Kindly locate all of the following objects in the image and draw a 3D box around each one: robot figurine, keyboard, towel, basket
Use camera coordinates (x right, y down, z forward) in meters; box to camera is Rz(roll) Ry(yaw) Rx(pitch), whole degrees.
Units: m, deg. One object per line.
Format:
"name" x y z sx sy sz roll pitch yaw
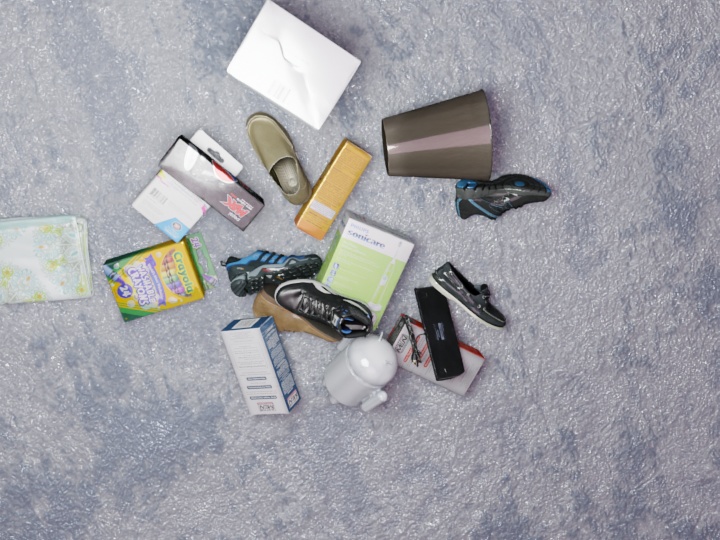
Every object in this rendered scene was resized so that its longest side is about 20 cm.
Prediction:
"robot figurine" 0.001 0.205 1.636 0.113 0.170 0.200 -9 154 -42
"keyboard" 0.143 0.131 1.649 0.127 0.021 0.200 -5 74 -31
"towel" -0.630 -0.022 1.553 0.199 0.048 0.172 -4 105 -6
"basket" 0.146 -0.253 1.549 0.199 0.136 0.181 -6 112 -2

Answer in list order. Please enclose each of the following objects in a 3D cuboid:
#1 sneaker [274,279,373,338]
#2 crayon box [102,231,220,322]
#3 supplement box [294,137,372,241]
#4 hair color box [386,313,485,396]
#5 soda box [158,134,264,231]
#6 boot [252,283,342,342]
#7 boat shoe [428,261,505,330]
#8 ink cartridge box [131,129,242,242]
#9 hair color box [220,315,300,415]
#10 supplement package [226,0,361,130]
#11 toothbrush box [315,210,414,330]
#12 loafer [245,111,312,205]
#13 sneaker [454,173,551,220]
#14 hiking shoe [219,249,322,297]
"sneaker" -0.067 0.075 1.532 0.200 0.112 0.073 15 103 -10
"crayon box" -0.397 0.012 1.591 0.200 0.052 0.126 -18 107 -3
"supplement box" -0.056 -0.162 1.579 0.069 0.067 0.200 28 101 -14
"hair color box" 0.155 0.182 1.706 0.200 0.061 0.102 27 100 -15
"soda box" -0.276 -0.163 1.481 0.200 0.063 0.071 38 98 -18
"boot" -0.131 0.102 1.652 0.200 0.074 0.076 30 118 -10
"boat shoe" 0.240 0.050 1.674 0.199 0.075 0.066 37 110 -6
"ink cartridge box" -0.333 -0.169 1.539 0.115 0.068 0.200 41 97 -18
"hair color box" -0.206 0.198 1.643 0.100 0.061 0.200 -7 110 27
"supplement package" -0.125 -0.374 1.441 0.191 0.200 0.147 31 100 -14
"toothbrush box" 0.000 0.000 1.621 0.145 0.086 0.200 21 103 -12
"loafer" -0.157 -0.220 1.532 0.076 0.067 0.200 -33 91 2
"sneaker" 0.292 -0.149 1.636 0.199 0.073 0.082 -1 122 -2
"hiking shoe" -0.175 -0.014 1.600 0.200 0.087 0.074 -12 146 -25
